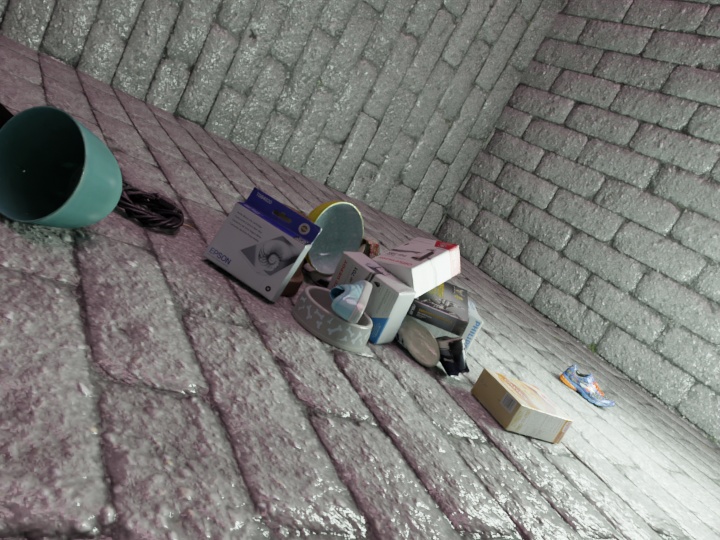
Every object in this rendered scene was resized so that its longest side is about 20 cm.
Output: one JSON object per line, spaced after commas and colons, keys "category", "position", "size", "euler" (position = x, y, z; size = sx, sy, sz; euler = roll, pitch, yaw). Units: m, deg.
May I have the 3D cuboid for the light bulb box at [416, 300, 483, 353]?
{"category": "light bulb box", "position": [0.237, 0.132, 1.765], "size": [0.198, 0.126, 0.198], "euler": [26, 13, -5]}

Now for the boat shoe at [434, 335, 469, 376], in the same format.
{"category": "boat shoe", "position": [0.216, 0.221, 1.525], "size": [0.074, 0.094, 0.200], "euler": [-12, -2, -12]}

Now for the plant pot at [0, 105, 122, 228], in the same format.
{"category": "plant pot", "position": [-0.531, -0.168, 1.073], "size": [0.199, 0.202, 0.161], "euler": [32, -1, 14]}

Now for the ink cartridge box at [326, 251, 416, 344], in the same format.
{"category": "ink cartridge box", "position": [0.018, 0.065, 1.474], "size": [0.199, 0.148, 0.085], "euler": [36, 20, 30]}

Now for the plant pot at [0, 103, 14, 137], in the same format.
{"category": "plant pot", "position": [-0.717, -0.256, 1.012], "size": [0.199, 0.201, 0.177], "euler": [33, 2, 19]}

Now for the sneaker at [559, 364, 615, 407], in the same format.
{"category": "sneaker", "position": [0.792, 0.402, 2.061], "size": [0.199, 0.079, 0.075], "euler": [35, 14, 24]}

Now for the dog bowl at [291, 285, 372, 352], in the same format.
{"category": "dog bowl", "position": [-0.060, 0.104, 1.354], "size": [0.198, 0.059, 0.200], "euler": [27, 12, -6]}

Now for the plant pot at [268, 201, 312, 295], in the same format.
{"category": "plant pot", "position": [-0.202, -0.064, 1.430], "size": [0.199, 0.176, 0.200], "euler": [27, 13, -7]}

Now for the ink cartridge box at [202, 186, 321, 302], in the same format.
{"category": "ink cartridge box", "position": [-0.219, -0.064, 1.331], "size": [0.198, 0.201, 0.041], "euler": [31, -7, 11]}

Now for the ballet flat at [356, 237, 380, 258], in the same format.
{"category": "ballet flat", "position": [0.000, 0.000, 1.623], "size": [0.075, 0.202, 0.064], "euler": [-6, -28, 42]}

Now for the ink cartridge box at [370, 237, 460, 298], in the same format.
{"category": "ink cartridge box", "position": [0.144, -0.011, 1.547], "size": [0.146, 0.084, 0.199], "euler": [13, 28, 42]}

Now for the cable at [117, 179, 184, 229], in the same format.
{"category": "cable", "position": [-0.510, -0.149, 1.390], "size": [0.199, 0.051, 0.163], "euler": [29, 17, -14]}

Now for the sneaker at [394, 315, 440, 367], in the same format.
{"category": "sneaker", "position": [0.127, 0.169, 1.515], "size": [0.200, 0.075, 0.085], "euler": [50, -16, 21]}

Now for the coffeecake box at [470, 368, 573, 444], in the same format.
{"category": "coffeecake box", "position": [0.391, 0.330, 1.445], "size": [0.199, 0.074, 0.154], "euler": [22, 13, -32]}

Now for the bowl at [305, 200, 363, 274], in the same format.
{"category": "bowl", "position": [-0.097, -0.101, 1.621], "size": [0.107, 0.202, 0.199], "euler": [25, 7, 42]}

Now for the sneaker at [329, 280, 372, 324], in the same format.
{"category": "sneaker", "position": [-0.025, 0.052, 1.333], "size": [0.081, 0.074, 0.200], "euler": [31, 11, -4]}

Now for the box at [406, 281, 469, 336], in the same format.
{"category": "box", "position": [0.203, 0.082, 1.560], "size": [0.157, 0.049, 0.200], "euler": [21, 24, 1]}

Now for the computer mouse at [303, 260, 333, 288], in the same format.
{"category": "computer mouse", "position": [-0.101, 0.015, 1.653], "size": [0.199, 0.044, 0.110], "euler": [32, 12, 13]}
